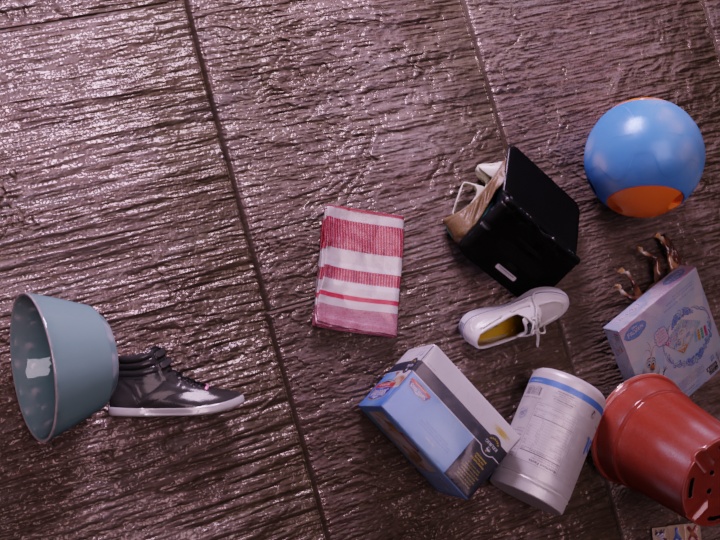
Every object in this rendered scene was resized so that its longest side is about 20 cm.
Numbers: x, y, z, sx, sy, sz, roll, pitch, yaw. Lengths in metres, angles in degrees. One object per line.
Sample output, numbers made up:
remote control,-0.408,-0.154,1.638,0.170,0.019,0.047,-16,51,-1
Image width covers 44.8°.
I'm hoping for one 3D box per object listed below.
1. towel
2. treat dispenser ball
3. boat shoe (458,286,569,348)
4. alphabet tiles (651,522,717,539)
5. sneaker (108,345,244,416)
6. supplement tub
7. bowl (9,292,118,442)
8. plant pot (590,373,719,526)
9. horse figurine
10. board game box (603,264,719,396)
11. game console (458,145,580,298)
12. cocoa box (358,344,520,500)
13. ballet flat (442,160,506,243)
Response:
towel,0.000,0.000,1.417,0.142,0.023,0.204,8,79,-16
treat dispenser ball,0.484,-0.193,1.496,0.198,0.201,0.204,3,81,-16
boat shoe,0.267,0.086,1.437,0.199,0.086,0.076,-12,119,-16
alphabet tiles,0.554,0.543,1.507,0.164,0.006,0.204,-1,82,-17
sneaker,-0.269,0.160,1.285,0.197,0.071,0.101,0,86,-12
supplement tub,0.303,0.273,1.409,0.131,0.132,0.202,29,76,-10
bowl,-0.403,0.124,1.205,0.104,0.200,0.204,-9,84,-37
plant pot,0.507,0.295,1.399,0.198,0.195,0.204,-6,107,-20
horse figurine,0.520,0.024,1.551,0.133,0.050,0.200,48,67,-14
board game box,0.532,0.129,1.515,0.199,0.043,0.201,-34,111,-19
game console,0.271,-0.072,1.471,0.199,0.117,0.176,34,109,-29
cocoa box,0.119,0.235,1.357,0.200,0.133,0.131,47,73,-5
ballet flat,0.209,-0.134,1.484,0.072,0.068,0.201,38,77,9
